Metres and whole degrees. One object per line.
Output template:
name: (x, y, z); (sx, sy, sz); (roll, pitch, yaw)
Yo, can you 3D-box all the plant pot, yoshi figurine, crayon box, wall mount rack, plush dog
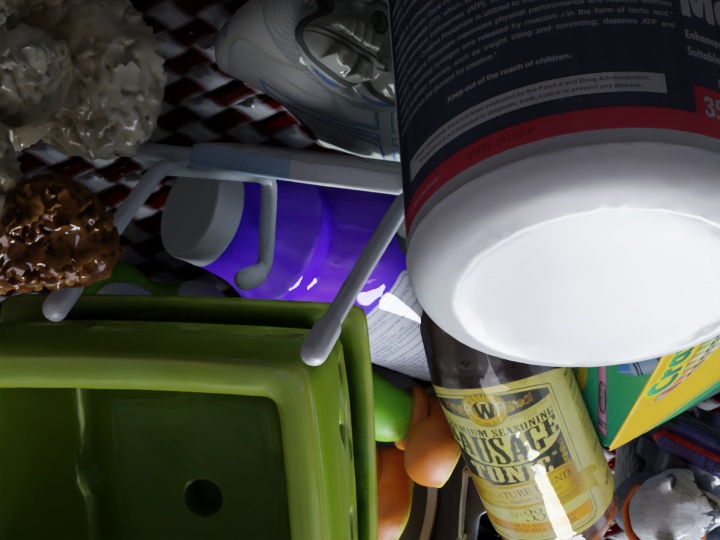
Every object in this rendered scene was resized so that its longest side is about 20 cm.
plant pot: (-0.088, 0.109, 1.099); (0.199, 0.200, 0.181); (1, -167, 13)
yoshi figurine: (-0.056, 0.068, 1.240); (0.200, 0.112, 0.112); (27, 171, -10)
crayon box: (0.168, -0.006, 1.184); (0.119, 0.058, 0.200); (-26, 158, -24)
wall mount rack: (-0.028, -0.011, 1.048); (0.200, 0.075, 0.174); (7, -175, 26)
plush dog: (-0.177, -0.061, 0.990); (0.200, 0.172, 0.160); (-2, 149, -1)

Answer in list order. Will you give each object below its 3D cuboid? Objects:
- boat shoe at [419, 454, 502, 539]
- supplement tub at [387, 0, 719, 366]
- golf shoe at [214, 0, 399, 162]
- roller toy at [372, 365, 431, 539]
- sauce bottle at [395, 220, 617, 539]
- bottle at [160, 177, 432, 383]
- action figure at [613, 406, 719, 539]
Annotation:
boat shoe: (0.070, 0.122, 1.302); (0.063, 0.200, 0.073); (5, 164, 41)
supplement tub: (0.081, -0.078, 0.962); (0.140, 0.200, 0.140); (-3, 150, -2)
golf shoe: (0.027, -0.074, 1.109); (0.200, 0.078, 0.097); (31, 152, -35)
roller toy: (-0.035, 0.145, 1.387); (0.182, 0.140, 0.200); (20, 143, -33)
sauce bottle: (0.064, 0.048, 1.191); (0.066, 0.066, 0.200); (-14, 127, 17)
bottle: (0.000, 0.000, 1.217); (0.200, 0.065, 0.084); (20, 136, -33)
action figure: (0.212, 0.139, 1.377); (0.200, 0.105, 0.193); (26, -174, 35)
